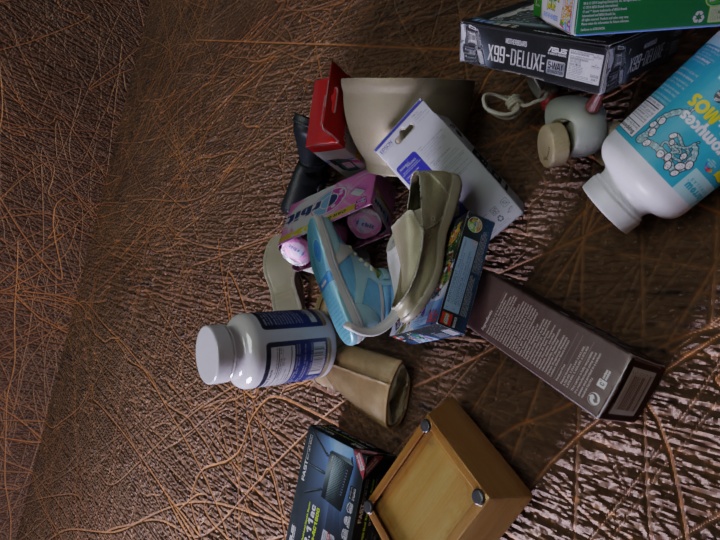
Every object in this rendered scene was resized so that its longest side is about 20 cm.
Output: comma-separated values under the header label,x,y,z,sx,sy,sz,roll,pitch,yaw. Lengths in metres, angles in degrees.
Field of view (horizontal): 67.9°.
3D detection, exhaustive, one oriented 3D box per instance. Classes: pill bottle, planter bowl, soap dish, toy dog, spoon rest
label,x,y,z,sx,sy,sz,roll,pitch,yaw
pill bottle,-0.143,0.119,0.819,0.110,0.197,0.114,-1,89,50
planter bowl,0.068,-0.215,0.806,0.199,0.197,0.138,24,119,49
pill bottle,0.323,-0.130,0.531,0.200,0.109,0.112,-47,47,28
soap dish,0.098,0.289,0.671,0.202,0.080,0.158,-59,43,18
toy dog,0.246,-0.210,0.641,0.202,0.130,0.097,58,161,34
spoon rest,0.051,0.007,0.756,0.202,0.060,0.099,-59,14,-7

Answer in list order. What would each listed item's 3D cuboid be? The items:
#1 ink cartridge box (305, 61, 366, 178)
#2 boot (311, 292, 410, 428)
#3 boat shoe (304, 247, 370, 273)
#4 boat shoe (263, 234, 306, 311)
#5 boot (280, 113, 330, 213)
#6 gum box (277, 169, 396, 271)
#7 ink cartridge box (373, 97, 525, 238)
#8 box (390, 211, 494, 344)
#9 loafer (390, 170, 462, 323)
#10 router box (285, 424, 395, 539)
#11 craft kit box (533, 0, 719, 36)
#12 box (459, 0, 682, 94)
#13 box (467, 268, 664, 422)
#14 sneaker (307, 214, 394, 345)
label,x,y,z,sx,sy,sz,roll,pitch,yaw
ink cartridge box,-0.026,-0.237,0.885,0.066,0.199,0.119,0,76,30
boot,0.001,0.129,0.850,0.198,0.065,0.180,12,98,50
boat shoe,-0.053,-0.009,0.960,0.198,0.070,0.072,15,115,46
boat shoe,-0.144,0.026,1.040,0.070,0.060,0.204,-14,62,0
boot,-0.098,-0.181,0.985,0.075,0.200,0.172,22,94,8
gum box,-0.043,-0.085,0.896,0.197,0.066,0.115,-21,36,26
ink cartridge box,0.119,-0.125,0.719,0.099,0.200,0.039,-40,7,32
box,0.099,0.020,0.698,0.200,0.037,0.139,137,151,-73
loafer,0.068,-0.036,0.660,0.076,0.067,0.204,132,156,-69
router box,-0.035,0.355,0.813,0.148,0.061,0.205,5,81,50
craft kit box,0.284,-0.264,0.514,0.199,0.195,0.050,-77,-15,-63
box,0.240,-0.271,0.626,0.199,0.156,0.051,35,143,42
box,0.215,0.078,0.594,0.199,0.099,0.076,35,103,47
sneaker,0.000,0.000,0.824,0.204,0.128,0.079,70,157,5
